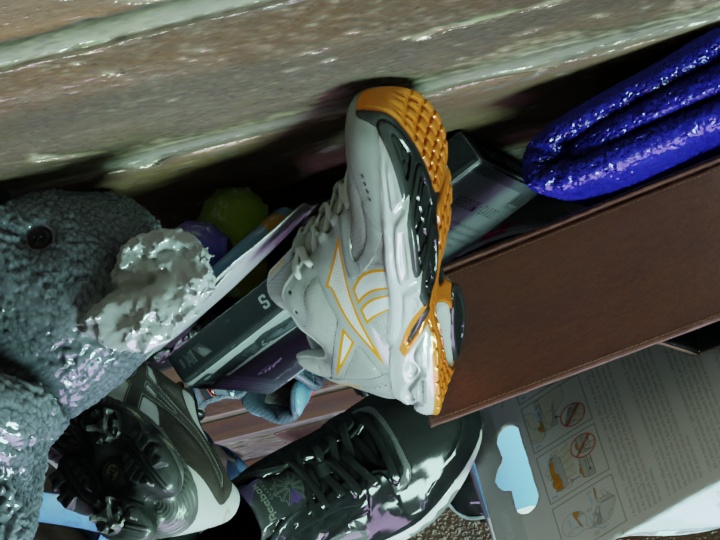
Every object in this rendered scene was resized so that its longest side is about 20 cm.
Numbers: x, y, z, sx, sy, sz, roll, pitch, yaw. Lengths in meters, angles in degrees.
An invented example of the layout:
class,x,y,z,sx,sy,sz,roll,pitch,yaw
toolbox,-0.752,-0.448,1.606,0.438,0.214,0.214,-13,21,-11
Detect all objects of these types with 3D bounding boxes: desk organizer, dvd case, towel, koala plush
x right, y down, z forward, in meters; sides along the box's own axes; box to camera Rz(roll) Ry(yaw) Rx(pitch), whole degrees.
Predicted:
class,x,y,z,sx,sy,sz,roll,pitch,yaw
desk organizer,0.122,0.015,1.434,0.199,0.078,0.072,-22,164,22
dvd case,0.000,0.000,1.546,0.200,0.025,0.150,-38,167,10
towel,0.182,-0.064,1.445,0.147,0.050,0.200,-30,161,23
koala plush,-0.167,0.036,1.330,0.200,0.184,0.177,-37,-164,-15

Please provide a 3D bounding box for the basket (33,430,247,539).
class,x,y,z,sx,sy,sz,roll,pitch,yaw
basket,-0.179,0.107,1.558,0.199,0.140,0.176,11,-168,-42

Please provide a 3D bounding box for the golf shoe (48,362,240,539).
class,x,y,z,sx,sy,sz,roll,pitch,yaw
golf shoe,-0.137,0.070,1.455,0.094,0.200,0.078,14,120,-51

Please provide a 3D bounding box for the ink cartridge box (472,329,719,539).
class,x,y,z,sx,sy,sz,roll,pitch,yaw
ink cartridge box,0.156,0.077,1.470,0.199,0.163,0.050,-34,130,17

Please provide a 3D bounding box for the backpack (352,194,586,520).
class,x,y,z,sx,sy,sz,roll,pitch,yaw
backpack,0.116,0.041,1.739,0.199,0.178,0.150,-26,-172,39

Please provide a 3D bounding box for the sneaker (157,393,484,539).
class,x,y,z,sx,sy,sz,roll,pitch,yaw
sneaker,-0.023,0.121,1.476,0.199,0.076,0.088,-36,165,4

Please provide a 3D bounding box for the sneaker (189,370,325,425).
class,x,y,z,sx,sy,sz,roll,pitch,yaw
sneaker,-0.056,0.052,1.793,0.079,0.096,0.199,-18,171,35

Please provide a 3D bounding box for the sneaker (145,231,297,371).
class,x,y,z,sx,sy,sz,roll,pitch,yaw
sneaker,-0.059,0.010,1.655,0.199,0.060,0.104,-12,171,-37

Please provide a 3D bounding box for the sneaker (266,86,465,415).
class,x,y,z,sx,sy,sz,roll,pitch,yaw
sneaker,-0.004,-0.007,1.353,0.091,0.076,0.201,7,136,13

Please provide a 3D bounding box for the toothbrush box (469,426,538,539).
class,x,y,z,sx,sy,sz,roll,pitch,yaw
toothbrush box,0.147,0.057,1.601,0.199,0.147,0.085,-19,-154,1

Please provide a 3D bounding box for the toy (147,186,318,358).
class,x,y,z,sx,sy,sz,roll,pitch,yaw
toy,-0.078,-0.008,1.465,0.115,0.047,0.200,-44,177,2
